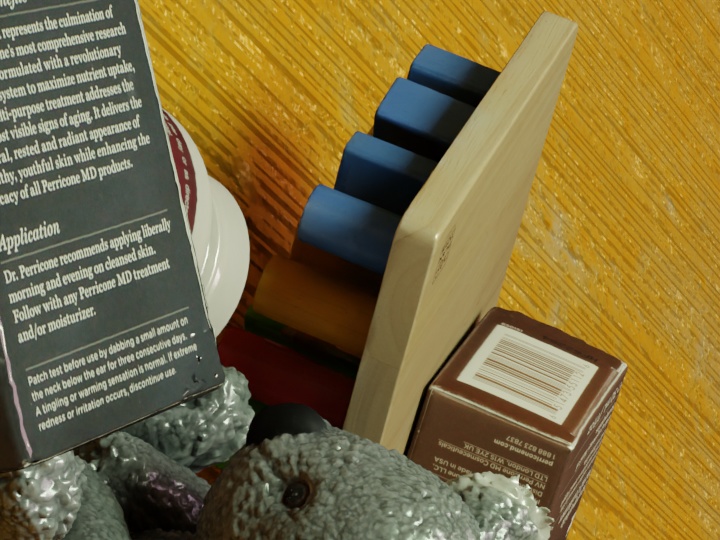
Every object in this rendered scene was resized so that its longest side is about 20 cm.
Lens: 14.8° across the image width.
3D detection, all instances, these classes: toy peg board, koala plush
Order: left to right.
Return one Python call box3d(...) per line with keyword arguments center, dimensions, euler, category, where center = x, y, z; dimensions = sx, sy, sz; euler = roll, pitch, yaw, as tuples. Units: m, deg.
box3d(center=(-0.036, 0.121, 1.066), dimensions=(0.177, 0.199, 0.185), euler=(-19, 98, -63), category="koala plush")
box3d(center=(0.000, 0.000, 1.210), dimensions=(0.200, 0.097, 0.200), euler=(-56, 164, -53), category="toy peg board")

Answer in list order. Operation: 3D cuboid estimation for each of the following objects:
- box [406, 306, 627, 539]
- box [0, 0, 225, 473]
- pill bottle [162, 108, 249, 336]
box3d(center=(0.049, 0.130, 1.257), dimensions=(0.100, 0.075, 0.201), euler=(-47, 158, -61), category="box")
box3d(center=(-0.171, -0.034, 0.860), dimensions=(0.124, 0.199, 0.198), euler=(-19, 98, -61), category="box")
box3d(center=(-0.127, -0.029, 1.036), dimensions=(0.200, 0.113, 0.114), euler=(30, 55, -55), category="pill bottle")
